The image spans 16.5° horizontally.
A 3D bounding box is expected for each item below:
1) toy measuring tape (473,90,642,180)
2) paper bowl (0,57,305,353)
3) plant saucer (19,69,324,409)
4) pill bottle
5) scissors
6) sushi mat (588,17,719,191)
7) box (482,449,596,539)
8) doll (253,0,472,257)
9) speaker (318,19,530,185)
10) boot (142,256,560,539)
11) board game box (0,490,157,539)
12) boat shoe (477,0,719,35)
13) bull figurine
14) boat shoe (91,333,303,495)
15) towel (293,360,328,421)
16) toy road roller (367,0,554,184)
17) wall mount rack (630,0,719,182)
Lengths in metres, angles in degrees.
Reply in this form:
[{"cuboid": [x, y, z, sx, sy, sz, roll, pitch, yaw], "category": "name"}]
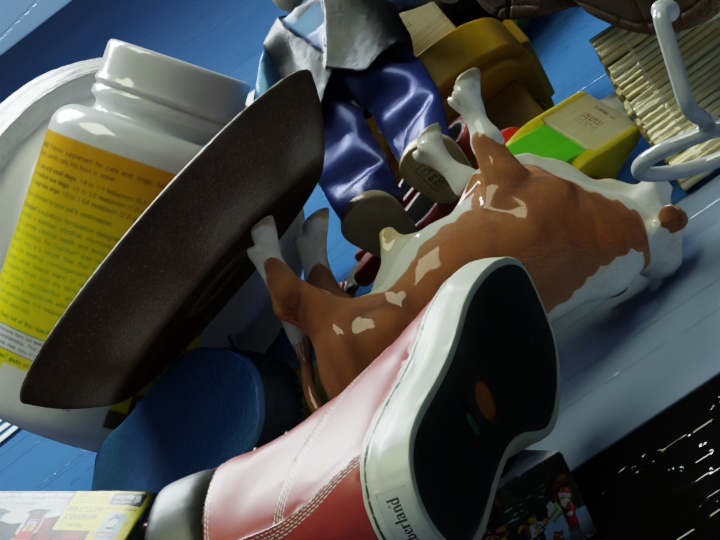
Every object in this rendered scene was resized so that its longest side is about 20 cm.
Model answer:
[{"cuboid": [0.111, -0.050, 1.230, 0.073, 0.074, 0.200, -23, 6, 45], "category": "toy measuring tape"}, {"cuboid": [-0.128, -0.016, 1.394, 0.200, 0.201, 0.104, -41, 18, -7], "category": "paper bowl"}, {"cuboid": [-0.076, -0.005, 1.139, 0.201, 0.037, 0.200, -49, -5, -6], "category": "plant saucer"}, {"cuboid": [-0.123, -0.012, 1.282, 0.109, 0.109, 0.201, -152, 80, -73], "category": "pill bottle"}, {"cuboid": [0.000, 0.000, 1.253, 0.200, 0.014, 0.073, -48, 21, 37], "category": "scissors"}, {"cuboid": [0.209, -0.131, 1.183, 0.200, 0.096, 0.012, -36, -24, 11], "category": "sushi mat"}, {"cuboid": [-0.014, 0.118, 1.009, 0.136, 0.038, 0.200, -29, 10, -25], "category": "box"}, {"cuboid": [-0.001, -0.099, 1.227, 0.136, 0.048, 0.200, -43, 42, 16], "category": "doll"}, {"cuboid": [0.034, -0.137, 1.575, 0.200, 0.089, 0.088, -49, 18, -30], "category": "speaker"}, {"cuboid": [-0.007, 0.065, 0.959, 0.144, 0.073, 0.200, -20, 14, 27], "category": "boot"}, {"cuboid": [-0.187, 0.199, 1.167, 0.199, 0.062, 0.200, -5, 46, 49], "category": "board game box"}, {"cuboid": [0.128, -0.161, 1.186, 0.075, 0.075, 0.202, -30, 23, -25], "category": "boat shoe"}, {"cuboid": [0.049, -0.009, 1.097, 0.200, 0.122, 0.065, -35, -14, -17], "category": "bull figurine"}, {"cuboid": [-0.067, 0.080, 1.182, 0.200, 0.068, 0.085, 153, 122, -61], "category": "boat shoe"}, {"cuboid": [-0.004, 0.067, 1.231, 0.200, 0.018, 0.086, -21, 27, 47], "category": "towel"}, {"cuboid": [0.056, -0.071, 1.337, 0.123, 0.146, 0.200, -39, -22, 0], "category": "toy road roller"}, {"cuboid": [0.209, -0.099, 1.074, 0.199, 0.075, 0.174, -19, -11, 20], "category": "wall mount rack"}]
